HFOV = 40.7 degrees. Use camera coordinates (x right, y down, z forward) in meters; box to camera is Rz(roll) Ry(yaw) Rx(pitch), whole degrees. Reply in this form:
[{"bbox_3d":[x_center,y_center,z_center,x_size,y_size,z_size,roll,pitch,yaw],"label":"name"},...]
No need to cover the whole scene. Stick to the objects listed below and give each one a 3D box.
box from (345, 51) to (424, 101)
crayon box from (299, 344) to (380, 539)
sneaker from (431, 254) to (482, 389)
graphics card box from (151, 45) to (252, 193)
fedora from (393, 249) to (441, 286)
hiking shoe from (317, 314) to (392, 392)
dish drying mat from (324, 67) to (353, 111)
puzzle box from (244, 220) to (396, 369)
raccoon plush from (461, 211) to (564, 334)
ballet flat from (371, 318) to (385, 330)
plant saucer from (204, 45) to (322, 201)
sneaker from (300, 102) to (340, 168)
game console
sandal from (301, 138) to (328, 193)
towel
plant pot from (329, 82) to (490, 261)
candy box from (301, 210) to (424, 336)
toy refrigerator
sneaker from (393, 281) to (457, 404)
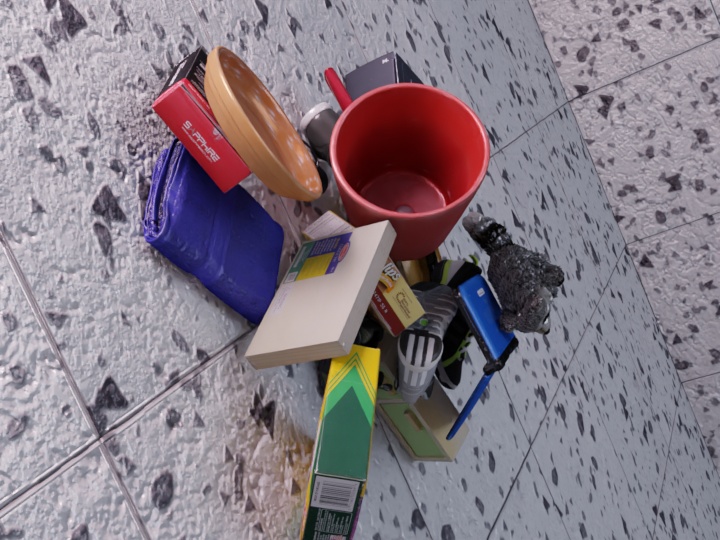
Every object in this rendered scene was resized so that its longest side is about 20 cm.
[{"bbox_3d":[0.069,-0.245,1.649,0.200,0.104,0.149,39,40,-45],"label":"box"},{"bbox_3d":[-0.025,0.209,1.078,0.201,0.058,0.173,102,-4,-45],"label":"crayon box"},{"bbox_3d":[0.150,0.078,1.440,0.072,0.082,0.202,-8,97,-70],"label":"sneaker"},{"bbox_3d":[-0.172,-0.181,1.129,0.126,0.051,0.200,50,14,-22],"label":"graphics card box"},{"bbox_3d":[0.069,-0.007,1.503,0.200,0.081,0.202,-13,90,-70],"label":"fedora"},{"bbox_3d":[-0.017,0.071,1.264,0.076,0.100,0.201,-10,80,-63],"label":"hiking shoe"},{"bbox_3d":[0.003,-0.201,1.412,0.201,0.018,0.077,60,-2,-2],"label":"dish drying mat"},{"bbox_3d":[-0.042,0.026,1.126,0.025,0.132,0.201,55,39,-30],"label":"puzzle box"},{"bbox_3d":[0.193,0.012,1.356,0.200,0.097,0.134,36,25,16],"label":"raccoon plush"},{"bbox_3d":[0.062,0.087,1.433,0.200,0.070,0.071,34,43,-46],"label":"ballet flat"},{"bbox_3d":[-0.114,-0.158,1.092,0.201,0.037,0.200,53,13,-17],"label":"plant saucer"},{"bbox_3d":[-0.024,-0.165,1.391,0.099,0.071,0.200,52,2,12],"label":"sneaker"},{"bbox_3d":[0.143,0.112,1.330,0.171,0.118,0.200,62,15,3],"label":"game console"},{"bbox_3d":[-0.101,-0.160,1.333,0.200,0.043,0.077,37,40,-48],"label":"sandal"},{"bbox_3d":[-0.169,-0.042,1.124,0.200,0.049,0.149,43,43,-43],"label":"towel"},{"bbox_3d":[0.059,-0.112,1.268,0.178,0.199,0.202,93,-9,-64],"label":"plant pot"},{"bbox_3d":[0.000,0.000,1.280,0.116,0.055,0.200,57,-9,-24],"label":"candy box"},{"bbox_3d":[0.066,0.180,1.361,0.201,0.076,0.070,57,48,-25],"label":"toy refrigerator"},{"bbox_3d":[0.077,0.103,1.291,0.200,0.075,0.116,-62,164,-58],"label":"sneaker"}]
